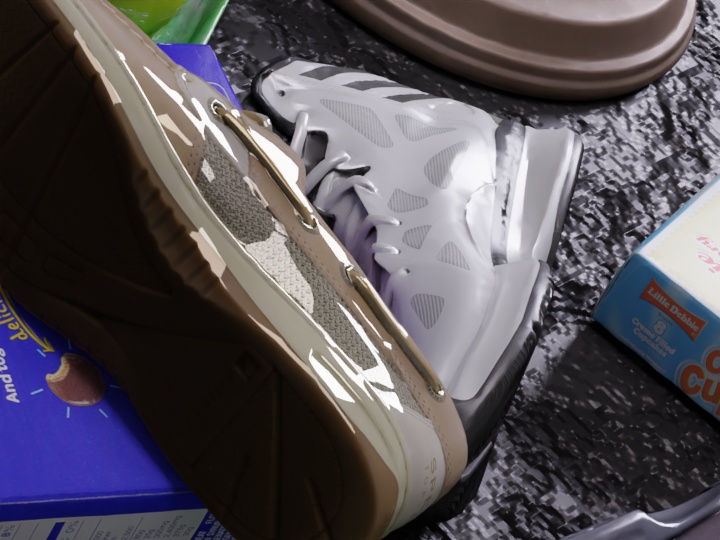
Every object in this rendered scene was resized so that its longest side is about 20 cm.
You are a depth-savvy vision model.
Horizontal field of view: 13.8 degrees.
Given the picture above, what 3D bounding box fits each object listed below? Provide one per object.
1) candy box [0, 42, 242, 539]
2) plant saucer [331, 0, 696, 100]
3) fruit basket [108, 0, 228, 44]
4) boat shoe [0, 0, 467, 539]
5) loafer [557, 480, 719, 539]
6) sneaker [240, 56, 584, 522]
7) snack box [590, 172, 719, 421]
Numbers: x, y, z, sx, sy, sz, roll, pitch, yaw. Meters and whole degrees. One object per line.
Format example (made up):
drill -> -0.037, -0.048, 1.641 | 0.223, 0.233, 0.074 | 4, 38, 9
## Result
candy box -> -0.110, 0.016, 0.822 | 0.199, 0.077, 0.169 | 1, 49, -35
plant saucer -> 0.045, -0.144, 1.144 | 0.199, 0.030, 0.200 | 18, 39, -15
fruit basket -> -0.061, -0.145, 0.932 | 0.094, 0.200, 0.185 | 29, 38, -5
boat shoe -> -0.048, -0.013, 0.782 | 0.200, 0.072, 0.065 | 51, 36, 9
loafer -> 0.108, 0.098, 0.900 | 0.200, 0.072, 0.063 | -16, 77, -37
sneaker -> 0.000, 0.000, 0.933 | 0.115, 0.076, 0.201 | 20, 30, -1
snack box -> 0.187, 0.044, 1.024 | 0.200, 0.037, 0.116 | 40, 38, 11
